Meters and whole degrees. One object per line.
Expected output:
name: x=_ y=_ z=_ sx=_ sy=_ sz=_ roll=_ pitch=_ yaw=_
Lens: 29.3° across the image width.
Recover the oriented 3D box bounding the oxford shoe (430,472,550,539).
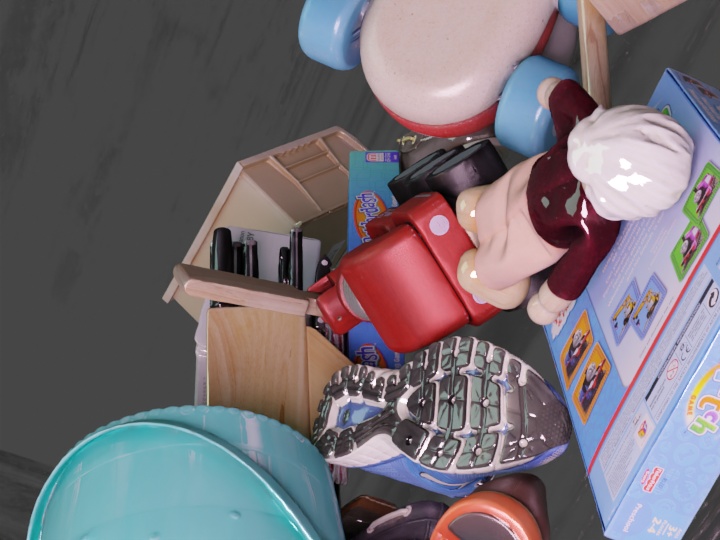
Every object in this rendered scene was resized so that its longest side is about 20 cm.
oxford shoe: x=0.054 y=0.195 z=0.700 sx=0.072 sy=0.071 sz=0.201 roll=-26 pitch=-40 yaw=-62

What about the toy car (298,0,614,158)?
toy car: x=0.090 y=-0.156 z=0.948 sx=0.178 sy=0.183 sz=0.200 roll=-61 pitch=-22 yaw=-5

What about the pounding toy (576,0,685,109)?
pounding toy: x=0.131 y=-0.213 z=0.727 sx=0.142 sy=0.200 sz=0.185 roll=-25 pitch=37 yaw=34

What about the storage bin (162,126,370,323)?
storage bin: x=-0.083 y=-0.037 z=1.485 sx=0.198 sy=0.094 sz=0.201 roll=-29 pitch=-23 yaw=-53

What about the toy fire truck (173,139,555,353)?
toy fire truck: x=0.000 y=0.000 z=0.863 sx=0.199 sy=0.129 sz=0.176 roll=-34 pitch=8 yaw=-7

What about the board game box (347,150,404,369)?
board game box: x=0.012 y=0.022 z=1.083 sx=0.201 sy=0.045 sz=0.153 roll=-89 pitch=-1 yaw=-54

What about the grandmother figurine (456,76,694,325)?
grandmother figurine: x=0.101 y=-0.037 z=0.674 sx=0.200 sy=0.060 sz=0.123 roll=152 pitch=110 yaw=-73

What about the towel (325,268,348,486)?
towel: x=-0.024 y=0.081 z=1.116 sx=0.200 sy=0.030 sz=0.148 roll=-85 pitch=-6 yaw=-83

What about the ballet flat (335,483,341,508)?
ballet flat: x=-0.027 y=0.183 z=1.184 sx=0.056 sy=0.067 sz=0.201 roll=-25 pitch=27 yaw=13

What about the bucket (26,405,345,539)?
bucket: x=-0.097 y=0.184 z=0.790 sx=0.135 sy=0.205 sz=0.208 roll=-99 pitch=28 yaw=-46

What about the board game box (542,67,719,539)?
board game box: x=0.139 y=0.008 z=0.624 sx=0.200 sy=0.036 sz=0.152 roll=-94 pitch=25 yaw=-65

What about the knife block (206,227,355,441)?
knife block: x=-0.084 y=0.066 z=0.948 sx=0.200 sy=0.175 sz=0.064 roll=-44 pitch=-17 yaw=-23

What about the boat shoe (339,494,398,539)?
boat shoe: x=-0.025 y=0.229 z=0.983 sx=0.074 sy=0.075 sz=0.201 roll=-76 pitch=11 yaw=-57

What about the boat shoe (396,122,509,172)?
boat shoe: x=0.067 y=-0.099 z=1.093 sx=0.200 sy=0.071 sz=0.060 roll=146 pitch=115 yaw=-80

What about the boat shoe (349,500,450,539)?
boat shoe: x=0.004 y=0.203 z=0.877 sx=0.200 sy=0.073 sz=0.061 roll=128 pitch=160 yaw=-53

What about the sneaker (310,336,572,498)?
sneaker: x=0.057 y=0.090 z=0.803 sx=0.199 sy=0.089 sz=0.079 roll=-8 pitch=63 yaw=56

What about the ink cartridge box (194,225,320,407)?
ink cartridge box: x=-0.085 y=0.088 z=1.103 sx=0.146 sy=0.083 sz=0.201 roll=-84 pitch=1 yaw=-47
